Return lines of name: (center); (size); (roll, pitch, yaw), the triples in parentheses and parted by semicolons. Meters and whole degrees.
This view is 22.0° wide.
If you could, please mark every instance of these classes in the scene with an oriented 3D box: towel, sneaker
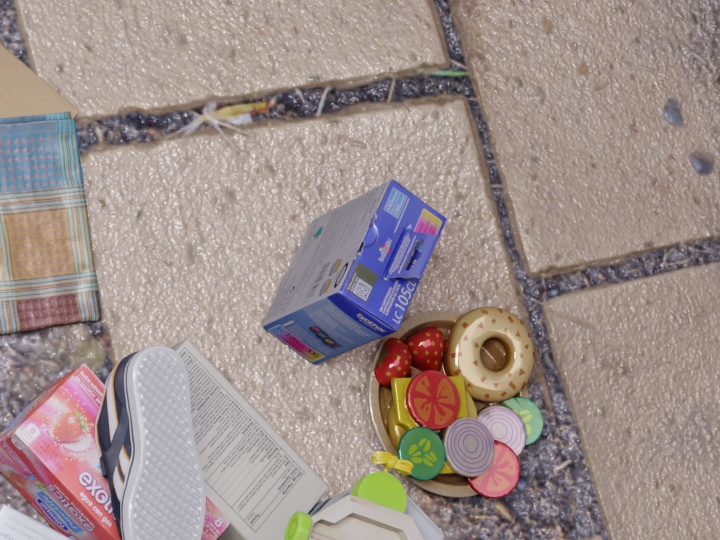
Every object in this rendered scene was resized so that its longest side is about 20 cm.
towel: (-0.316, -0.044, 1.715); (0.146, 0.022, 0.202); (-9, 89, -34)
sneaker: (-0.182, 0.170, 1.601); (0.078, 0.079, 0.202); (5, 77, -33)

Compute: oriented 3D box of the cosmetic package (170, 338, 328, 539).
cosmetic package: (-0.138, 0.174, 1.743); (0.200, 0.071, 0.105); (48, 59, -9)

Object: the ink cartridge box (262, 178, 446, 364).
ink cartridge box: (0.000, 0.000, 1.792); (0.076, 0.200, 0.137); (33, 63, -17)

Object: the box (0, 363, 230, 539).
box: (-0.229, 0.196, 1.671); (0.200, 0.103, 0.095); (48, 58, -8)

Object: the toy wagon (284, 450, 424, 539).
toy wagon: (0.005, 0.255, 1.586); (0.154, 0.040, 0.201); (22, 64, -20)

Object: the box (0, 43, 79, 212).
box: (-0.383, -0.154, 1.729); (0.200, 0.021, 0.164); (40, 61, -13)

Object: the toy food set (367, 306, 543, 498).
toy food set: (0.099, 0.136, 1.897); (0.199, 0.049, 0.199); (-1, 77, -29)

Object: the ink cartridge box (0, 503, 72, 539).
ink cartridge box: (-0.304, 0.325, 1.567); (0.145, 0.144, 0.201); (31, 64, -18)

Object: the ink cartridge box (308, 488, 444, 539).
ink cartridge box: (-0.034, 0.280, 1.698); (0.083, 0.200, 0.147); (46, 59, -6)
